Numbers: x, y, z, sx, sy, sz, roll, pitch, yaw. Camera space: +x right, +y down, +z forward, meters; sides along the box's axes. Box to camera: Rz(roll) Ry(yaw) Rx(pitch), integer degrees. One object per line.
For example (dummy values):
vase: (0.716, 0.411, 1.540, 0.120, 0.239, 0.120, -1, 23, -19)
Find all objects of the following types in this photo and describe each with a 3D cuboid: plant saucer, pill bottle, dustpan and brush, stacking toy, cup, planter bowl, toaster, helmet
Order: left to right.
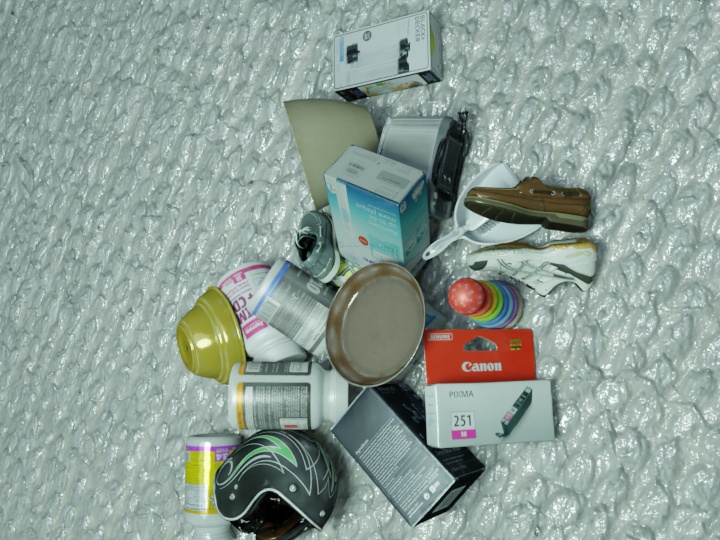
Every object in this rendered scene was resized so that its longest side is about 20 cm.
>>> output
planter bowl: (-0.295, 0.136, 1.312, 0.200, 0.083, 0.201, 34, 131, 49)
pill bottle: (-0.279, 0.413, 1.308, 0.104, 0.104, 0.201, -5, 81, 27)
pill bottle: (-0.183, 0.092, 1.299, 0.113, 0.113, 0.201, -36, 68, 19)
helmet: (-0.135, 0.367, 1.191, 0.190, 0.200, 0.201, -28, 70, 6)
pill bottle: (-0.120, 0.214, 1.185, 0.199, 0.116, 0.117, 1, 82, -1)
pill bottle: (-0.087, 0.076, 1.212, 0.200, 0.114, 0.114, 34, 100, -5)
cup: (-0.042, -0.223, 1.247, 0.143, 0.200, 0.201, -16, 73, -2)
plant saucer: (0.027, 0.087, 1.099, 0.200, 0.032, 0.201, -16, 64, 35)
toaster: (0.103, -0.188, 1.191, 0.129, 0.113, 0.201, 11, 89, 31)
dustpan and brush: (0.190, -0.077, 1.156, 0.200, 0.057, 0.140, -39, 67, 18)
stacking toy: (0.183, 0.047, 1.062, 0.085, 0.200, 0.086, -5, 80, 28)

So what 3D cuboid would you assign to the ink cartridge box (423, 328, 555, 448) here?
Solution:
ink cartridge box: (0.195, 0.175, 1.056, 0.044, 0.199, 0.175, 153, 117, -69)

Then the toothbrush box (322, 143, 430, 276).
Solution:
toothbrush box: (0.032, -0.088, 1.144, 0.146, 0.200, 0.085, 26, 59, 26)

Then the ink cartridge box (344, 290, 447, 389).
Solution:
ink cartridge box: (0.046, 0.137, 1.169, 0.068, 0.116, 0.200, 40, 101, 28)

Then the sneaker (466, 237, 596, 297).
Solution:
sneaker: (0.265, 0.001, 1.084, 0.199, 0.076, 0.088, -1, 103, 18)

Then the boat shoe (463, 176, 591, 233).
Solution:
boat shoe: (0.262, -0.110, 1.091, 0.199, 0.072, 0.068, 11, 81, -5)

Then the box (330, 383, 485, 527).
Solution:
box: (0.077, 0.287, 1.112, 0.200, 0.148, 0.107, 44, 103, 25)

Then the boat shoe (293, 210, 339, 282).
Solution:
boat shoe: (-0.087, -0.058, 1.257, 0.073, 0.062, 0.200, -46, 34, 20)

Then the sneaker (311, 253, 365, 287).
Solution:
sneaker: (0.000, 0.000, 1.239, 0.199, 0.075, 0.077, 11, 88, 27)

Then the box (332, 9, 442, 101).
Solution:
box: (0.049, -0.394, 1.280, 0.199, 0.060, 0.117, -4, 81, 27)
